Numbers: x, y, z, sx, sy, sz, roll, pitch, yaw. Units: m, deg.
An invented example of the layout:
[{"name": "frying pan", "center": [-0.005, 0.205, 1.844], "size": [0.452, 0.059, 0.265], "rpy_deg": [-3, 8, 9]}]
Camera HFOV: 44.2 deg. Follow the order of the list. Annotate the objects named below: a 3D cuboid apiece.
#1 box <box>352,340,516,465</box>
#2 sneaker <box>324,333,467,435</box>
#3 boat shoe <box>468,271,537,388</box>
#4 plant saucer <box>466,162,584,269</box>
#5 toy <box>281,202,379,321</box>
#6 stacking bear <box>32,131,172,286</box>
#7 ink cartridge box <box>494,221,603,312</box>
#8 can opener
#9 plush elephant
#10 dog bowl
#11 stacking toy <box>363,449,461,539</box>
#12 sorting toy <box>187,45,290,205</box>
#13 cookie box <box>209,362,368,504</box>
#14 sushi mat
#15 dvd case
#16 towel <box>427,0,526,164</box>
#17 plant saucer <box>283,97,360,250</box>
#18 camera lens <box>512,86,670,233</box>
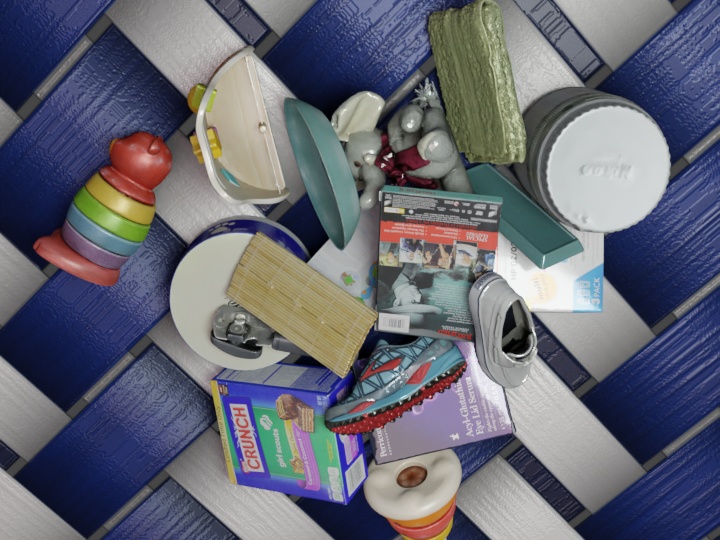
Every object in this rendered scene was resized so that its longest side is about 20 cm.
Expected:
[{"name": "box", "center": [0.100, 0.170, 1.228], "size": [0.198, 0.104, 0.150], "rpy_deg": [-15, 87, 5]}, {"name": "sneaker", "center": [0.035, 0.141, 1.154], "size": [0.198, 0.080, 0.096], "rpy_deg": [-28, 62, -4]}, {"name": "boat shoe", "center": [0.183, 0.090, 1.091], "size": [0.073, 0.065, 0.201], "rpy_deg": [-39, 135, -11]}, {"name": "plant saucer", "center": [0.193, -0.075, 1.119], "size": [0.069, 0.200, 0.019], "rpy_deg": [-22, 138, -21]}, {"name": "toy", "center": [0.000, 0.000, 1.184], "size": [0.115, 0.047, 0.200], "rpy_deg": [39, 68, 9]}, {"name": "stacking bear", "center": [-0.322, -0.092, 1.170], "size": [0.113, 0.122, 0.201], "rpy_deg": [32, 99, -7]}, {"name": "ink cartridge box", "center": [0.208, -0.004, 1.147], "size": [0.197, 0.068, 0.117], "rpy_deg": [0, 88, 2]}, {"name": "can opener", "center": [-0.101, 0.092, 1.181], "size": [0.197, 0.054, 0.067], "rpy_deg": [11, 140, -4]}, {"name": "plush elephant", "center": [0.043, -0.141, 1.110], "size": [0.153, 0.202, 0.165], "rpy_deg": [-21, 142, 11]}, {"name": "dog bowl", "center": [-0.159, 0.032, 1.220], "size": [0.197, 0.079, 0.203], "rpy_deg": [0, 109, 1]}, {"name": "stacking toy", "center": [0.095, 0.362, 1.316], "size": [0.144, 0.147, 0.202], "rpy_deg": [-14, 123, 6]}, {"name": "sorting toy", "center": [-0.167, -0.162, 1.102], "size": [0.105, 0.180, 0.202], "rpy_deg": [-12, 108, 5]}, {"name": "cookie box", "center": [-0.101, 0.223, 1.246], "size": [0.198, 0.075, 0.173], "rpy_deg": [2, 111, 29]}, {"name": "sushi mat", "center": [-0.077, 0.042, 1.128], "size": [0.199, 0.012, 0.096], "rpy_deg": [34, 103, 17]}, {"name": "dvd case", "center": [0.091, -0.004, 1.083], "size": [0.144, 0.022, 0.202], "rpy_deg": [6, 121, 7]}, {"name": "towel", "center": [0.145, -0.228, 1.099], "size": [0.036, 0.148, 0.202], "rpy_deg": [-22, 106, -20]}, {"name": "plant saucer", "center": [-0.044, -0.125, 1.112], "size": [0.036, 0.200, 0.202], "rpy_deg": [-21, 108, -9]}, {"name": "camera lens", "center": [0.277, -0.139, 1.090], "size": [0.158, 0.200, 0.162], "rpy_deg": [0, 105, 0]}]
